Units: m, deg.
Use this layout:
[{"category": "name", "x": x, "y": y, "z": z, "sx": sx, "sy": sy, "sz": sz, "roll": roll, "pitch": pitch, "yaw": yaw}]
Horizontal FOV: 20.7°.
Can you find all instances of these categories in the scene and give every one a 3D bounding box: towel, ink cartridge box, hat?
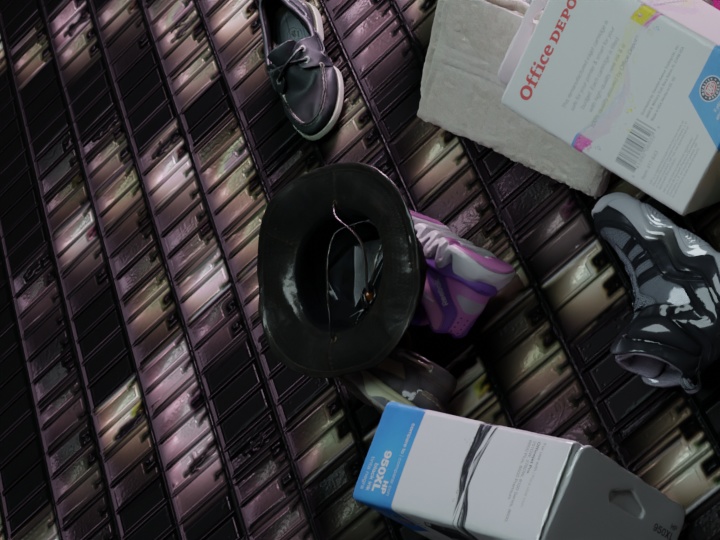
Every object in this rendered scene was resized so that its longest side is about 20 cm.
[{"category": "towel", "x": 0.141, "y": -0.157, "z": 1.692, "sx": 0.200, "sy": 0.034, "sz": 0.133, "roll": 28, "pitch": 123, "yaw": 27}, {"category": "ink cartridge box", "x": 0.219, "y": -0.154, "z": 1.539, "sx": 0.200, "sy": 0.125, "sz": 0.129, "roll": 35, "pitch": 114, "yaw": 20}, {"category": "hat", "x": 0.000, "y": 0.000, "z": 1.693, "sx": 0.200, "sy": 0.081, "sz": 0.201, "roll": -2, "pitch": 88, "yaw": 44}, {"category": "ink cartridge box", "x": 0.118, "y": 0.174, "z": 1.478, "sx": 0.200, "sy": 0.144, "sz": 0.084, "roll": 8, "pitch": 71, "yaw": 49}]

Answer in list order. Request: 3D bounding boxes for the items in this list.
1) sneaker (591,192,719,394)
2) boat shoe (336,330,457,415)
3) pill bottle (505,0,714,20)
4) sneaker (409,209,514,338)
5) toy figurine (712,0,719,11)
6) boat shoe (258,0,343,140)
[{"category": "sneaker", "x": 0.224, "y": 0.019, "z": 1.541, "sx": 0.114, "sy": 0.075, "sz": 0.200, "roll": -52, "pitch": 41, "yaw": 1}, {"category": "boat shoe", "x": 0.018, "y": 0.079, "z": 1.732, "sx": 0.073, "sy": 0.075, "sz": 0.200, "roll": -46, "pitch": 46, "yaw": -6}, {"category": "pill bottle", "x": 0.221, "y": -0.240, "z": 1.697, "sx": 0.200, "sy": 0.114, "sz": 0.114, "roll": -15, "pitch": 54, "yaw": 39}, {"category": "sneaker", "x": 0.051, "y": -0.001, "z": 1.745, "sx": 0.200, "sy": 0.080, "sz": 0.089, "roll": 37, "pitch": 107, "yaw": 53}, {"category": "toy figurine", "x": 0.357, "y": -0.264, "z": 1.574, "sx": 0.150, "sy": 0.199, "sz": 0.185, "roll": -76, "pitch": 4, "yaw": -79}, {"category": "boat shoe", "x": -0.068, "y": -0.217, "z": 2.021, "sx": 0.074, "sy": 0.066, "sz": 0.200, "roll": -32, "pitch": 44, "yaw": 27}]
